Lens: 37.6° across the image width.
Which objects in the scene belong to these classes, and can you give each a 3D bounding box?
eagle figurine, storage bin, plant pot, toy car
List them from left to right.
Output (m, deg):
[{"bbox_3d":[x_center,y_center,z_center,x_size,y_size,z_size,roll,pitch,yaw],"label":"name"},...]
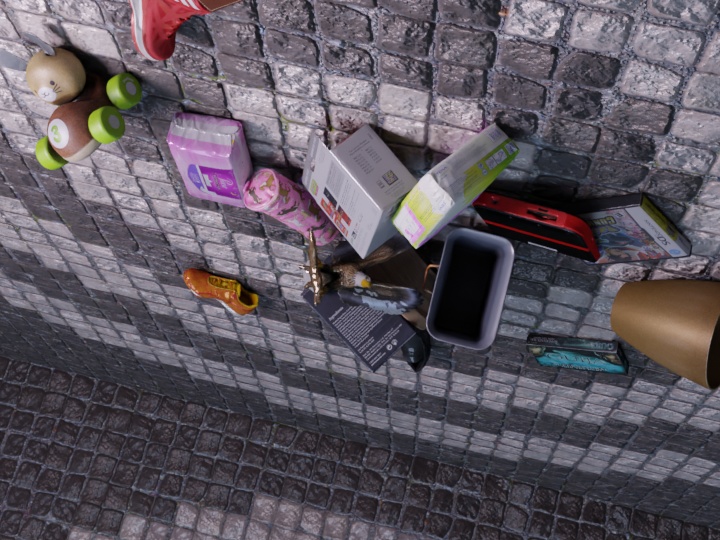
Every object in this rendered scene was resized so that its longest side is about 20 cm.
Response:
[{"bbox_3d":[-0.478,-0.285,1.660,0.163,0.159,0.200,-17,131,34],"label":"toy car"},{"bbox_3d":[0.003,0.004,1.840,0.198,0.152,0.152,-9,141,-25],"label":"eagle figurine"},{"bbox_3d":[0.087,0.007,1.980,0.201,0.093,0.201,47,-170,-11],"label":"plant pot"},{"bbox_3d":[0.183,0.033,1.902,0.144,0.202,0.134,14,177,1],"label":"storage bin"},{"bbox_3d":[0.547,0.091,1.854,0.199,0.188,0.186,16,162,34],"label":"plant pot"}]

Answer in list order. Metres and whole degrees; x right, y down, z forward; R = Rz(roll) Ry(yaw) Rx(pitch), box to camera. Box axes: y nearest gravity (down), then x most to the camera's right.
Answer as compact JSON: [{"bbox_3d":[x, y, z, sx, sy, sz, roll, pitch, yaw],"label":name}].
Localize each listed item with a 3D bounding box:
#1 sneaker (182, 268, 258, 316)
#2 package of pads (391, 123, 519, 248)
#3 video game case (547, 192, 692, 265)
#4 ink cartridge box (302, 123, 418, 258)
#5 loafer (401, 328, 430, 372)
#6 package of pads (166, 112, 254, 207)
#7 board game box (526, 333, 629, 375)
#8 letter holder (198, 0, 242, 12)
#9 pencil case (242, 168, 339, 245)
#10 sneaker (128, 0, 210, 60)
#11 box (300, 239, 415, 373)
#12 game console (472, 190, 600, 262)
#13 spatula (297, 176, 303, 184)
[{"bbox_3d":[-0.320,0.038,2.440,0.199,0.074,0.077,27,134,-35],"label":"sneaker"},{"bbox_3d":[0.137,-0.124,1.602,0.068,0.154,0.200,49,156,5],"label":"package of pads"},{"bbox_3d":[0.415,-0.063,1.742,0.199,0.026,0.180,-6,150,43],"label":"video game case"},{"bbox_3d":[-0.006,-0.141,1.714,0.176,0.084,0.200,50,160,10],"label":"ink cartridge box"},{"bbox_3d":[0.127,0.178,2.451,0.067,0.071,0.201,8,157,15],"label":"loafer"},{"bbox_3d":[-0.250,-0.189,1.811,0.119,0.076,0.200,13,158,8],"label":"package of pads"},{"bbox_3d":[0.471,0.182,2.290,0.198,0.028,0.135,3,156,27],"label":"board game box"},{"bbox_3d":[-0.177,-0.410,1.205,0.141,0.102,0.200,-6,150,38],"label":"letter holder"},{"bbox_3d":[-0.118,-0.112,1.870,0.086,0.083,0.199,-30,146,24],"label":"pencil case"},{"bbox_3d":[-0.248,-0.344,1.440,0.114,0.079,0.200,14,159,6],"label":"sneaker"},{"bbox_3d":[-0.002,0.063,1.997,0.200,0.117,0.197,46,-172,-7],"label":"box"},{"bbox_3d":[0.290,-0.073,1.742,0.198,0.031,0.177,18,172,26],"label":"game console"},{"bbox_3d":[-0.016,-0.132,1.867,0.198,0.021,0.056,21,164,-17],"label":"spatula"}]
